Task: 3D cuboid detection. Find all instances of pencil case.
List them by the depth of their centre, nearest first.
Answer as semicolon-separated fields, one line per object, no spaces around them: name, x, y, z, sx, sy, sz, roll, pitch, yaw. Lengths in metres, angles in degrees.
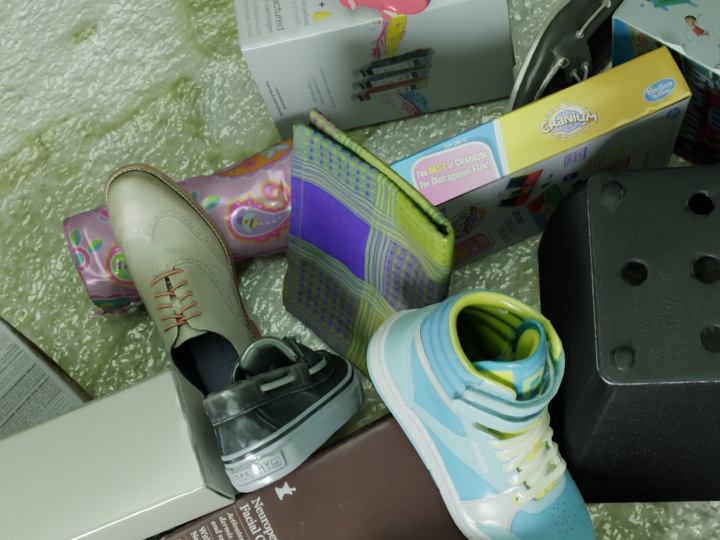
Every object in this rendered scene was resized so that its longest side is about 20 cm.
pencil case;-0.124;-0.031;0.899;0.198;0.088;0.088;-20;66;2

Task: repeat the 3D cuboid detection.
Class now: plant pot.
plant pot;0.214;0.033;0.759;0.198;0.178;0.202;-2;69;10

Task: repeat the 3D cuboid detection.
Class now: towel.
towel;0.000;0.000;0.808;0.143;0.201;0.023;41;57;21

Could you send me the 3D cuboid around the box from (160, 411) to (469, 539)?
box;-0.020;0.172;0.776;0.199;0.075;0.101;-27;85;-11

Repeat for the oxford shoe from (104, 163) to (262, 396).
oxford shoe;-0.120;0.017;0.829;0.070;0.074;0.201;-29;101;8

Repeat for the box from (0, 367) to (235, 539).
box;-0.185;0.138;0.724;0.199;0.068;0.083;-21;68;3

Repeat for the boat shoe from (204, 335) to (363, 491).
boat shoe;-0.047;0.075;0.770;0.072;0.200;0.071;-22;95;11

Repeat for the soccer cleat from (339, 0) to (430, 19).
soccer cleat;-0.025;-0.244;0.819;0.199;0.067;0.077;31;73;22

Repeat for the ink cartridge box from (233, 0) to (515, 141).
ink cartridge box;0.011;-0.211;0.912;0.198;0.145;0.146;-11;66;4

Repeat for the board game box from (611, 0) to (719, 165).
board game box;0.275;-0.115;0.825;0.199;0.148;0.064;36;80;21

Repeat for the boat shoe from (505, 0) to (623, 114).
boat shoe;0.181;-0.183;0.913;0.057;0.067;0.201;26;71;24

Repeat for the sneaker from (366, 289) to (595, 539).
sneaker;0.094;0.099;0.703;0.079;0.130;0.200;-40;92;-30

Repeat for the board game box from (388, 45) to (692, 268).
board game box;0.124;-0.069;0.828;0.199;0.153;0.041;-23;72;0

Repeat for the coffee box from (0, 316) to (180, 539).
coffee box;-0.211;0.127;0.832;0.200;0.114;0.080;39;79;21
